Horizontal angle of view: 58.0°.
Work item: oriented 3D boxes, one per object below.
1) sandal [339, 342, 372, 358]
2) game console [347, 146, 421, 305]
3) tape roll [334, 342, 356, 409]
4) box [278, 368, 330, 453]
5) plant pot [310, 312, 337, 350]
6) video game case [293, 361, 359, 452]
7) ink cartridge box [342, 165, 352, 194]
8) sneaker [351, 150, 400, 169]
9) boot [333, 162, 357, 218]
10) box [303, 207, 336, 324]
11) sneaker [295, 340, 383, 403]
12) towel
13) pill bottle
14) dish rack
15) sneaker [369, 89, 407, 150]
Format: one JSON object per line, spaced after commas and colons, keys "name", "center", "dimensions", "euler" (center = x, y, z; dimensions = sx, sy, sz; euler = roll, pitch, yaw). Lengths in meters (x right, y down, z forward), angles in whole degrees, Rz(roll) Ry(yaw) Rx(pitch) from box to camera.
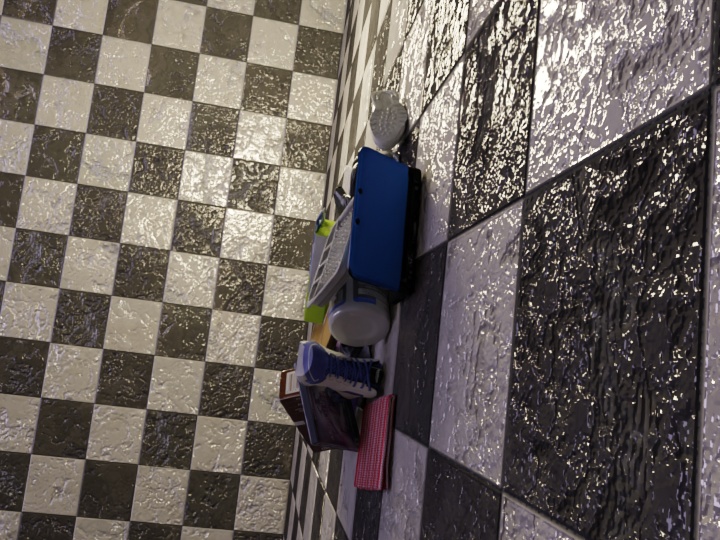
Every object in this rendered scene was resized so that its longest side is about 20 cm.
{"name": "sandal", "center": [-0.014, 0.135, 1.298], "dimensions": [0.074, 0.048, 0.206], "euler": [-15, 57, 31]}
{"name": "game console", "center": [0.030, -0.064, 1.030], "dimensions": [0.171, 0.114, 0.207], "euler": [128, 149, -74]}
{"name": "tape roll", "center": [-0.057, 0.254, 1.495], "dimensions": [0.200, 0.082, 0.207], "euler": [-172, 90, -83]}
{"name": "box", "center": [-0.086, 0.283, 1.327], "dimensions": [0.076, 0.097, 0.203], "euler": [-91, -17, -46]}
{"name": "plant pot", "center": [-0.065, 0.107, 1.401], "dimensions": [0.200, 0.027, 0.206], "euler": [-162, 89, -76]}
{"name": "video game case", "center": [-0.056, 0.254, 1.195], "dimensions": [0.200, 0.019, 0.147], "euler": [40, -149, -62]}
{"name": "ink cartridge box", "center": [-0.007, -0.194, 1.601], "dimensions": [0.200, 0.064, 0.120], "euler": [-119, 38, -78]}
{"name": "sneaker", "center": [0.023, -0.215, 1.343], "dimensions": [0.200, 0.085, 0.077], "euler": [176, 101, -83]}
{"name": "boot", "center": [-0.017, -0.139, 1.300], "dimensions": [0.130, 0.066, 0.205], "euler": [38, 145, 44]}
{"name": "box", "center": [-0.075, -0.011, 1.310], "dimensions": [0.122, 0.046, 0.206], "euler": [-75, -6, -73]}
{"name": "sneaker", "center": [-0.023, 0.175, 1.141], "dimensions": [0.199, 0.112, 0.083], "euler": [43, -136, -53]}
{"name": "towel", "center": [0.024, 0.290, 1.087], "dimensions": [0.200, 0.022, 0.149], "euler": [125, 153, -70]}
{"name": "pill bottle", "center": [-0.002, 0.026, 1.197], "dimensions": [0.115, 0.110, 0.204], "euler": [106, 168, -47]}
{"name": "dish rack", "center": [-0.028, -0.031, 1.084], "dimensions": [0.200, 0.042, 0.176], "euler": [131, 158, -61]}
{"name": "sneaker", "center": [0.054, -0.281, 1.279], "dimensions": [0.203, 0.074, 0.082], "euler": [-85, -4, -52]}
